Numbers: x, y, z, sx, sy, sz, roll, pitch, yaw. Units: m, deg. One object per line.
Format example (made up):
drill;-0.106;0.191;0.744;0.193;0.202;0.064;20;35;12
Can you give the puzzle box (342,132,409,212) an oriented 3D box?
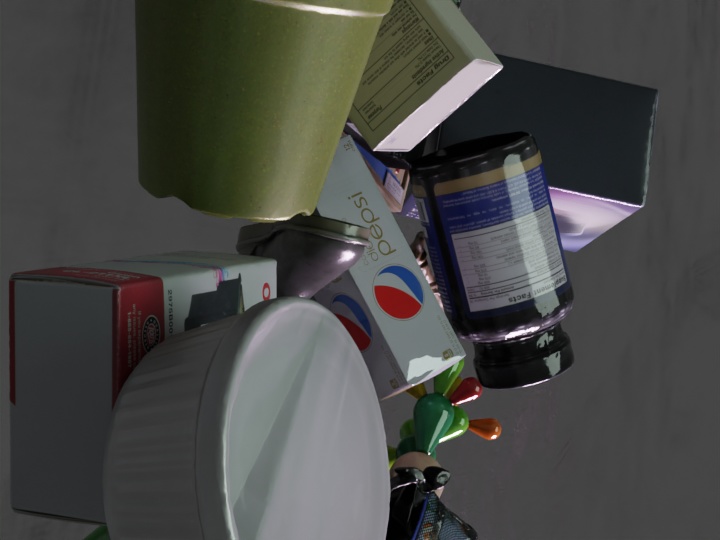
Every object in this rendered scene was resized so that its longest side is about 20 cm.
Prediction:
puzzle box;0.005;-0.152;1.129;0.200;0.025;0.133;46;53;-57

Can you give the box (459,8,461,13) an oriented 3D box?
box;0.048;-0.298;1.221;0.200;0.041;0.119;34;43;-60

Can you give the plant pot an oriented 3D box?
plant pot;-0.075;-0.138;0.862;0.200;0.200;0.190;-24;128;-64

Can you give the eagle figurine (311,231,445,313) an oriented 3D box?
eagle figurine;-0.008;0.054;1.130;0.200;0.151;0.152;-44;97;-16

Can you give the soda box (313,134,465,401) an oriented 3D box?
soda box;0.000;0.000;1.037;0.064;0.068;0.200;-26;87;-33

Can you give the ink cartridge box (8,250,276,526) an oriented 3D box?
ink cartridge box;-0.133;0.066;0.850;0.200;0.083;0.146;-13;105;-65

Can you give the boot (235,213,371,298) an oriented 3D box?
boot;-0.057;0.064;0.961;0.182;0.072;0.200;164;-62;-66

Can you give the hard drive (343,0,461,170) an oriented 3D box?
hard drive;0.031;-0.199;1.089;0.140;0.038;0.200;30;73;-62

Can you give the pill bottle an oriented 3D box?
pill bottle;0.116;-0.008;1.104;0.112;0.112;0.200;-36;113;-61

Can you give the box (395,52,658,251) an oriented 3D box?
box;0.152;-0.110;1.257;0.198;0.200;0.124;125;-25;-75

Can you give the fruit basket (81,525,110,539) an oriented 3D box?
fruit basket;-0.126;0.263;0.844;0.216;0.155;0.216;37;45;-50

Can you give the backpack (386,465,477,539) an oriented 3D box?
backpack;-0.010;0.260;0.961;0.154;0.200;0.191;49;45;-22

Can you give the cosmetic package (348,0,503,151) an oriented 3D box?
cosmetic package;0.001;-0.196;0.967;0.200;0.103;0.073;55;22;10

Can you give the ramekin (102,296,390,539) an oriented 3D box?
ramekin;-0.066;0.119;0.761;0.202;0.094;0.203;26;61;-61

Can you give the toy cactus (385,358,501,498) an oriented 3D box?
toy cactus;0.052;0.168;1.088;0.200;0.102;0.165;-61;-177;11
